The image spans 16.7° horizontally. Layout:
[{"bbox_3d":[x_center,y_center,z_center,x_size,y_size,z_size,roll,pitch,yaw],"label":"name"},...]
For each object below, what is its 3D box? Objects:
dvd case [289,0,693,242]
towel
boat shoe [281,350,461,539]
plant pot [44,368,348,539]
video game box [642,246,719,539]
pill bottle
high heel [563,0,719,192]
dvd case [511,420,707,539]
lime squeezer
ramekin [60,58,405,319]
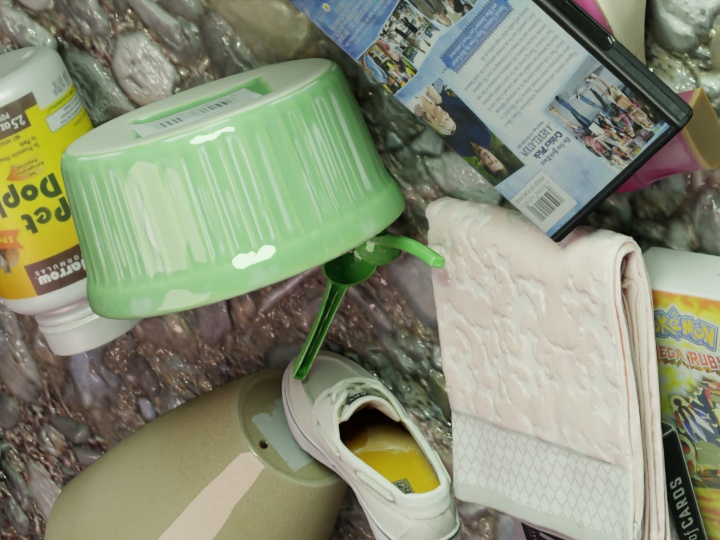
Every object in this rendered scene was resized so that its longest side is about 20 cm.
[{"bbox_3d":[0.064,-0.113,1.273,0.200,0.018,0.143,43,146,-1],"label":"dvd case"},{"bbox_3d":[0.103,0.061,1.408,0.200,0.032,0.191,16,115,58],"label":"towel"},{"bbox_3d":[0.005,0.101,1.559,0.200,0.071,0.070,-124,23,-48],"label":"boat shoe"},{"bbox_3d":[-0.091,0.160,1.688,0.187,0.187,0.200,49,132,7],"label":"plant pot"},{"bbox_3d":[0.243,0.085,1.330,0.200,0.047,0.183,10,124,46],"label":"video game box"},{"bbox_3d":[-0.220,-0.046,1.697,0.109,0.109,0.200,-1,119,50],"label":"pill bottle"},{"bbox_3d":[0.112,-0.128,1.281,0.096,0.067,0.200,-8,127,40],"label":"high heel"},{"bbox_3d":[0.140,0.135,1.468,0.200,0.025,0.151,21,135,57],"label":"dvd case"},{"bbox_3d":[0.000,0.000,1.518,0.038,0.071,0.200,27,148,-16],"label":"lime squeezer"},{"bbox_3d":[-0.082,-0.053,1.462,0.200,0.200,0.098,-3,110,50],"label":"ramekin"}]
